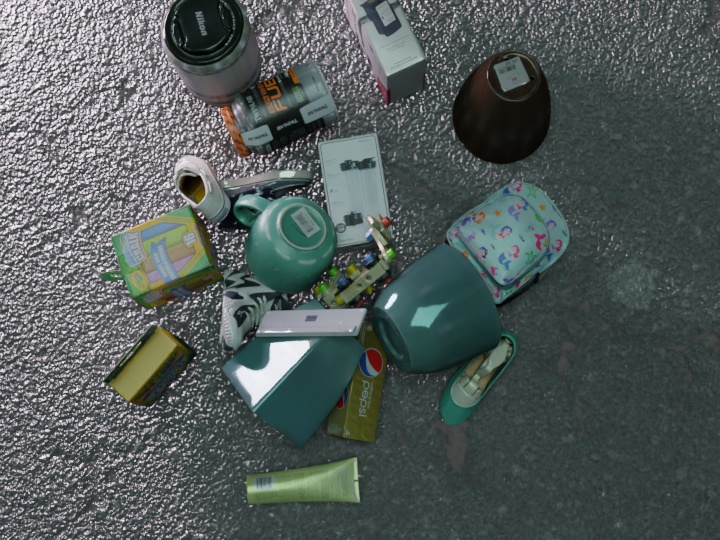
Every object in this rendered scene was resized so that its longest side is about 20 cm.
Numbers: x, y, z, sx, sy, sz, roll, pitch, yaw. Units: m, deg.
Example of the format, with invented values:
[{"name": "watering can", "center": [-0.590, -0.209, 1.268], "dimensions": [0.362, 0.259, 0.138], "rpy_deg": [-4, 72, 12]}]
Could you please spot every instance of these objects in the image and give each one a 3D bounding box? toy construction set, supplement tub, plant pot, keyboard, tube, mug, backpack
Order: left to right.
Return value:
[{"name": "supplement tub", "center": [-0.150, -0.292, 1.762], "dimensions": [0.198, 0.123, 0.124], "rpy_deg": [-25, 79, -3]}, {"name": "mug", "center": [-0.131, -0.055, 1.672], "dimensions": [0.182, 0.114, 0.154], "rpy_deg": [10, 63, -18]}, {"name": "plant pot", "center": [-0.103, 0.161, 1.632], "dimensions": [0.200, 0.141, 0.141], "rpy_deg": [-47, 40, -2]}, {"name": "tube", "center": [-0.100, 0.376, 1.677], "dimensions": [0.196, 0.059, 0.052], "rpy_deg": [-5, 37, -2]}, {"name": "keyboard", "center": [-0.084, 0.087, 1.591], "dimensions": [0.197, 0.011, 0.057], "rpy_deg": [-2, 40, 28]}, {"name": "toy construction set", "center": [0.000, 0.000, 1.669], "dimensions": [0.092, 0.131, 0.201], "rpy_deg": [34, 105, -7]}, {"name": "plant pot", "center": [0.116, 0.081, 1.624], "dimensions": [0.159, 0.201, 0.202], "rpy_deg": [-27, 79, -19]}, {"name": "plant pot", "center": [0.261, -0.311, 1.711], "dimensions": [0.184, 0.200, 0.190], "rpy_deg": [0, 79, 3]}, {"name": "backpack", "center": [0.266, -0.055, 1.696], "dimensions": [0.199, 0.151, 0.179], "rpy_deg": [-33, 79, -9]}]

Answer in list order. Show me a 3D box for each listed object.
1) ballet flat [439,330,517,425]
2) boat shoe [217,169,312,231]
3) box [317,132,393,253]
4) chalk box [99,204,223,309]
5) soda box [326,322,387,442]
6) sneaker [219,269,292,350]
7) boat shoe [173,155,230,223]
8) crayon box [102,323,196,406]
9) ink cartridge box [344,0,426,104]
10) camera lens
[{"name": "ballet flat", "center": [0.206, 0.184, 1.686], "dimensions": [0.067, 0.070, 0.201], "rpy_deg": [38, 83, 8]}, {"name": "boat shoe", "center": [-0.180, -0.127, 1.765], "dimensions": [0.197, 0.075, 0.094], "rpy_deg": [-9, 85, 9]}, {"name": "box", "center": [-0.008, -0.141, 1.760], "dimensions": [0.115, 0.060, 0.203], "rpy_deg": [-10, 80, 0]}, {"name": "chalk box", "center": [-0.365, -0.013, 1.718], "dimensions": [0.197, 0.125, 0.125], "rpy_deg": [-23, 79, -1]}, {"name": "soda box", "center": [-0.002, 0.196, 1.683], "dimensions": [0.067, 0.064, 0.203], "rpy_deg": [15, 79, -30]}, {"name": "sneaker", "center": [-0.180, 0.071, 1.683], "dimensions": [0.127, 0.200, 0.081], "rpy_deg": [4, 115, -9]}, {"name": "boat shoe", "center": [-0.301, -0.158, 1.723], "dimensions": [0.071, 0.070, 0.200], "rpy_deg": [-47, 44, 9]}, {"name": "crayon box", "center": [-0.357, 0.167, 1.645], "dimensions": [0.051, 0.200, 0.126], "rpy_deg": [40, 83, 9]}, {"name": "ink cartridge box", "center": [0.044, -0.433, 1.769], "dimensions": [0.083, 0.145, 0.202], "rpy_deg": [-24, 79, -2]}, {"name": "camera lens", "center": [-0.266, -0.403, 1.744], "dimensions": [0.157, 0.200, 0.163], "rpy_deg": [-1, 77, 4]}]
